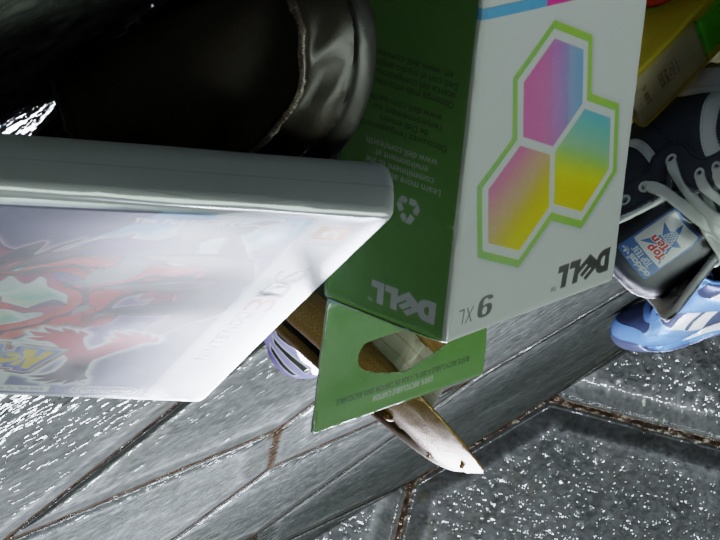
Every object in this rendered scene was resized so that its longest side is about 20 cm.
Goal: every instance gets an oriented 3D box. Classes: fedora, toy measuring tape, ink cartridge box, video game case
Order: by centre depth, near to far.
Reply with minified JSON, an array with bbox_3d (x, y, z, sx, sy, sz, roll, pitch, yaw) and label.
[{"bbox_3d":[-0.114,0.003,0.886,0.198,0.023,0.182,4,156,-24],"label":"video game case"},{"bbox_3d":[0.044,-0.036,0.930,0.103,0.059,0.202,-18,120,-48],"label":"ink cartridge box"},{"bbox_3d":[0.000,0.000,1.079,0.082,0.200,0.201,-48,172,-4],"label":"fedora"},{"bbox_3d":[0.102,-0.094,1.133,0.200,0.074,0.074,-45,173,-9],"label":"toy measuring tape"}]

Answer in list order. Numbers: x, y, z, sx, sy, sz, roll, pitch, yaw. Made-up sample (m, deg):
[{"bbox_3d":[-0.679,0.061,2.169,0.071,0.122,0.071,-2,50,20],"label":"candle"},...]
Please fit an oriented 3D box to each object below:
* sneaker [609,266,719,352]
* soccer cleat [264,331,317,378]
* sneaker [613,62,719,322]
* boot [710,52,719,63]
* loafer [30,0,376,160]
[{"bbox_3d":[0.337,0.025,2.641,0.199,0.083,0.074,-17,-154,27],"label":"sneaker"},{"bbox_3d":[-0.033,0.013,1.401,0.076,0.067,0.200,4,167,-14],"label":"soccer cleat"},{"bbox_3d":[0.162,-0.039,1.099,0.109,0.070,0.200,-50,-162,-21],"label":"sneaker"},{"bbox_3d":[0.112,-0.050,1.252,0.199,0.073,0.156,-34,136,-14],"label":"boot"},{"bbox_3d":[-0.065,-0.049,0.879,0.071,0.073,0.200,-9,157,-39],"label":"loafer"}]
